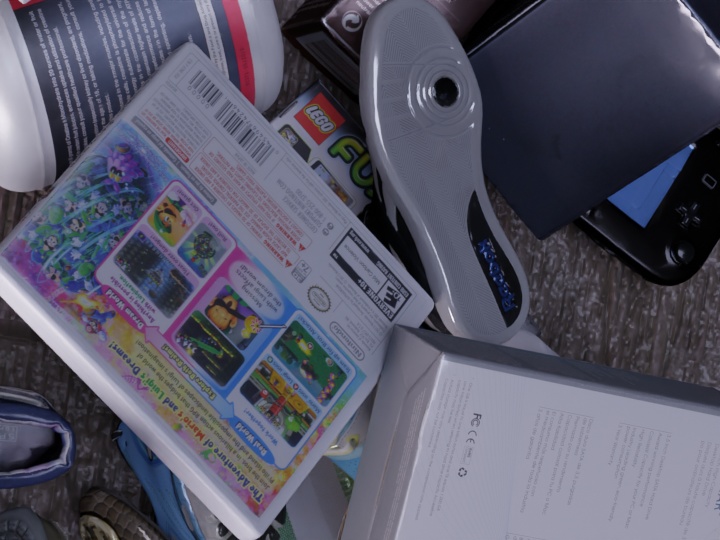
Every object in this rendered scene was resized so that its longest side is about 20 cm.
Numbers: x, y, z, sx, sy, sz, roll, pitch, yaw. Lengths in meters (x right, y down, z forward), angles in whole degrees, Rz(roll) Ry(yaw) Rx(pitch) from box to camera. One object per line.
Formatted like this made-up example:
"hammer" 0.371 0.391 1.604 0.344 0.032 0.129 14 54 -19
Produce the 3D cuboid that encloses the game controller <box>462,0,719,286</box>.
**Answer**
"game controller" 0.142 -0.081 1.706 0.200 0.042 0.104 38 81 -14

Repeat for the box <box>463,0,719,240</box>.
"box" 0.171 -0.144 1.592 0.118 0.197 0.200 51 48 -4

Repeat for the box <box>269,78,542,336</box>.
"box" 0.000 0.000 1.652 0.110 0.035 0.200 -42 94 -17

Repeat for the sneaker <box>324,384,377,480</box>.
"sneaker" -0.046 0.086 1.558 0.200 0.079 0.131 47 47 -22

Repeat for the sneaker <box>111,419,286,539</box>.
"sneaker" -0.113 0.075 1.608 0.078 0.090 0.201 -20 100 -51

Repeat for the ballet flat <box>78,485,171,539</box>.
"ballet flat" -0.105 0.211 1.630 0.046 0.067 0.200 -40 107 -24

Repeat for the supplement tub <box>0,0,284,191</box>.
"supplement tub" -0.155 -0.127 1.570 0.199 0.140 0.141 -19 96 -15

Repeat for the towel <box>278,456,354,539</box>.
"towel" 0.019 0.086 1.680 0.200 0.031 0.150 -21 97 -15

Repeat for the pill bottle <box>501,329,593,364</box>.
"pill bottle" 0.129 0.121 1.637 0.111 0.111 0.200 -53 126 -9

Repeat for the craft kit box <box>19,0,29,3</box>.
"craft kit box" -0.152 -0.246 1.543 0.197 0.200 0.049 -33 128 -14

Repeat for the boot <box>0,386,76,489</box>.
"boot" -0.259 0.090 1.570 0.199 0.090 0.073 -2 92 -16

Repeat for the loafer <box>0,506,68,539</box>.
"loafer" -0.169 0.231 1.617 0.070 0.075 0.201 -12 87 -57

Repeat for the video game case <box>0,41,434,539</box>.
"video game case" -0.076 0.009 1.483 0.200 0.024 0.182 47 57 -13

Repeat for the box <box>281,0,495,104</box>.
"box" 0.052 -0.191 1.650 0.075 0.100 0.200 42 81 -12

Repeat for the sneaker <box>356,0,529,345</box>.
"sneaker" 0.020 -0.052 1.584 0.073 0.112 0.201 -21 102 -28

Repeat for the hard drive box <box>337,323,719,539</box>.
"hard drive box" 0.100 0.127 1.518 0.199 0.077 0.156 13 97 -21
